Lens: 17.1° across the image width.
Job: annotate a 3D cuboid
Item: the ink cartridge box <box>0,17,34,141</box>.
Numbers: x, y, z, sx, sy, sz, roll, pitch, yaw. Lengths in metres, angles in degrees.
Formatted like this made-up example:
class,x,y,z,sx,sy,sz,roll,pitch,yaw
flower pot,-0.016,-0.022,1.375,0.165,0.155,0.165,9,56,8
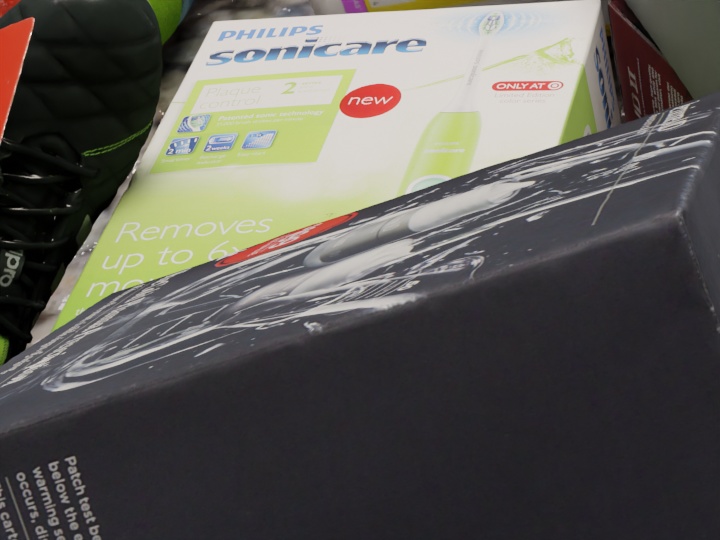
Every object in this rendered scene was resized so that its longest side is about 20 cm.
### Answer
class,x,y,z,sx,sy,sz,roll,pitch,yaw
ink cartridge box,-0.189,0.002,0.745,0.200,0.057,0.163,-15,57,54

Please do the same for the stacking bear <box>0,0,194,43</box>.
class,x,y,z,sx,sy,sz,roll,pitch,yaw
stacking bear,-0.132,-0.111,0.963,0.114,0.121,0.200,-21,30,55

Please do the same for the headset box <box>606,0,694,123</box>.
class,x,y,z,sx,sy,sz,roll,pitch,yaw
headset box,0.184,-0.053,0.801,0.148,0.075,0.200,-21,36,-11

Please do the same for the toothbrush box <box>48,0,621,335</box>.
class,x,y,z,sx,sy,sz,roll,pitch,yaw
toothbrush box,0.000,0.000,0.782,0.145,0.086,0.200,-1,35,18

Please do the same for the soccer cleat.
class,x,y,z,sx,sy,sz,roll,pitch,yaw
soccer cleat,-0.117,-0.004,0.764,0.067,0.200,0.081,19,33,-25

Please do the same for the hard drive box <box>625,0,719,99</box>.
class,x,y,z,sx,sy,sz,roll,pitch,yaw
hard drive box,0.174,-0.097,0.734,0.155,0.077,0.200,-17,35,-5

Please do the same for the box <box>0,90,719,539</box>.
class,x,y,z,sx,sy,sz,roll,pitch,yaw
box,0.011,0.044,0.543,0.181,0.105,0.200,-17,7,14

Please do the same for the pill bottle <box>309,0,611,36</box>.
class,x,y,z,sx,sy,sz,roll,pitch,yaw
pill bottle,0.082,-0.140,0.915,0.199,0.105,0.104,-7,35,21
